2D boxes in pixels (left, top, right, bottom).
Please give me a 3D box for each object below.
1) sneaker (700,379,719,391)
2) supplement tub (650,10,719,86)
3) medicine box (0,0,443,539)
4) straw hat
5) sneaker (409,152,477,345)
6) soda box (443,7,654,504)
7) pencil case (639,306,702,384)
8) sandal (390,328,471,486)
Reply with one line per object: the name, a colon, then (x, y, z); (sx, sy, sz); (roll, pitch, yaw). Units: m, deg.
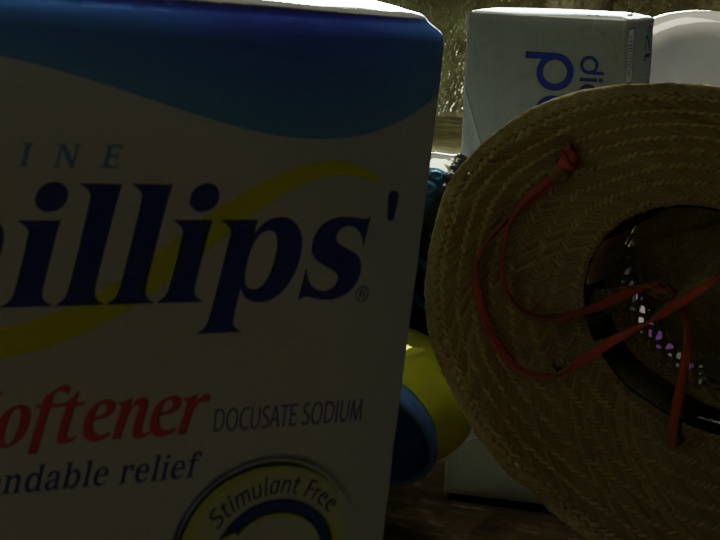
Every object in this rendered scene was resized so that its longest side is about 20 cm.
sneaker: (0.163, 0.034, 0.801); (0.076, 0.088, 0.200); (37, 26, -15)
supplement tub: (0.157, -0.050, 1.051); (0.144, 0.145, 0.200); (3, -5, -7)
medicine box: (-0.090, 0.024, 0.495); (0.182, 0.201, 0.103); (-2, 15, -35)
straw hat: (0.130, 0.010, 0.688); (0.201, 0.202, 0.085); (8, 25, 29)
sneaker: (0.000, 0.000, 0.790); (0.200, 0.075, 0.087); (-45, 8, 50)
soda box: (0.077, -0.007, 0.817); (0.068, 0.201, 0.063); (6, 10, 17)
pencil case: (0.202, 0.051, 0.883); (0.200, 0.086, 0.084); (10, -3, 37)
sandal: (-0.063, 0.061, 0.743); (0.199, 0.080, 0.087); (-2, 33, 24)
